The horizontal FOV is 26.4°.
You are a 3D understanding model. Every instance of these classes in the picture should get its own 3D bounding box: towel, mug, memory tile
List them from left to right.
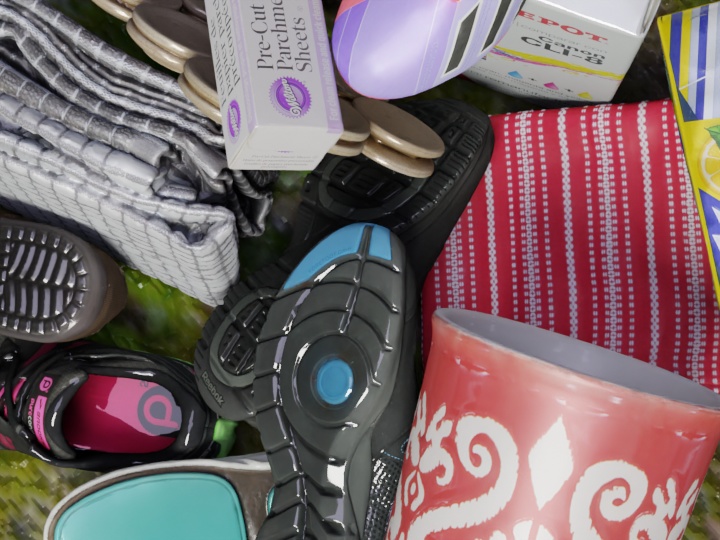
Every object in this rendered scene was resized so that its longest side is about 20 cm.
[{"bbox_3d":[-0.136,-0.069,0.753,0.198,0.166,0.086,25,80,5],"label":"towel"},{"bbox_3d":[-0.059,-0.110,0.734,0.200,0.152,0.017,46,117,38],"label":"memory tile"},{"bbox_3d":[0.078,0.134,0.672,0.132,0.177,0.202,19,95,31],"label":"mug"},{"bbox_3d":[0.115,-0.010,0.756,0.198,0.022,0.146,-2,86,32],"label":"towel"}]

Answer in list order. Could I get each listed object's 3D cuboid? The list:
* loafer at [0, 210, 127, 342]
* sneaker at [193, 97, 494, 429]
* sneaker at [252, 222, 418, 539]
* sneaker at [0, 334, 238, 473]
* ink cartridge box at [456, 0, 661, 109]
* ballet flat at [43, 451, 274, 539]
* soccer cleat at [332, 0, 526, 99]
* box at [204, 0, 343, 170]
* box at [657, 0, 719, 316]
[{"bbox_3d":[-0.204,0.000,0.793,0.198,0.071,0.074,19,88,25],"label":"loafer"},{"bbox_3d":[0.000,0.000,0.778,0.200,0.091,0.076,-50,53,-3],"label":"sneaker"},{"bbox_3d":[-0.005,0.079,0.712,0.073,0.082,0.202,12,94,35],"label":"sneaker"},{"bbox_3d":[-0.162,0.061,0.780,0.197,0.084,0.078,4,84,3],"label":"sneaker"},{"bbox_3d":[0.081,-0.176,0.733,0.144,0.200,0.146,20,85,5],"label":"ink cartridge box"},{"bbox_3d":[-0.058,0.119,0.767,0.198,0.069,0.070,-10,84,-13],"label":"ballet flat"},{"bbox_3d":[0.067,-0.144,0.595,0.199,0.076,0.067,-38,85,1],"label":"soccer cleat"},{"bbox_3d":[-0.045,-0.140,0.640,0.041,0.039,0.202,0,68,-23],"label":"box"},{"bbox_3d":[0.184,-0.016,0.665,0.069,0.064,0.202,-13,83,15],"label":"box"}]
